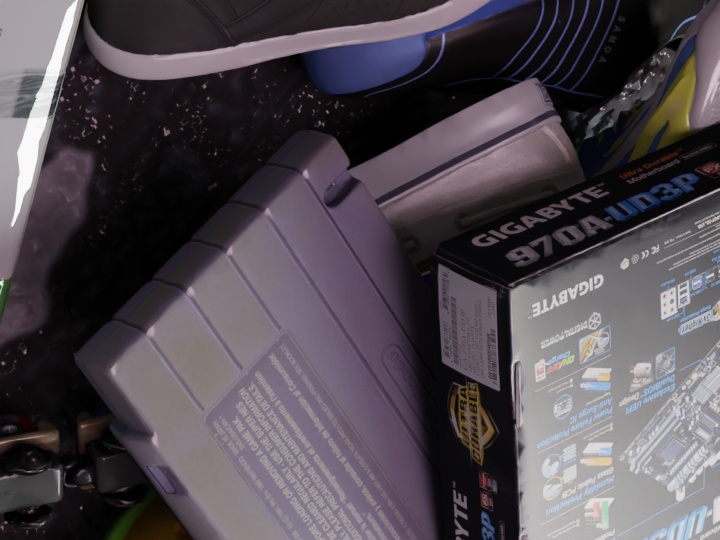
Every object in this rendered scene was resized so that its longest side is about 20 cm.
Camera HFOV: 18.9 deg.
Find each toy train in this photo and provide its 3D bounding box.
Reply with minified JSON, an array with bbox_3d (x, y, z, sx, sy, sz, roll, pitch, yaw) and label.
[{"bbox_3d":[-0.140,0.077,0.830,0.198,0.046,0.034,-10,119,-24],"label":"toy train"}]

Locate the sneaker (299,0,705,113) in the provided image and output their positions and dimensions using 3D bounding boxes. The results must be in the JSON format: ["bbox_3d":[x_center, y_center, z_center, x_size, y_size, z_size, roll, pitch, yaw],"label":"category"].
[{"bbox_3d":[0.066,-0.097,0.902,0.199,0.070,0.079,-22,120,-23],"label":"sneaker"}]

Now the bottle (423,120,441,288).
[{"bbox_3d":[0.050,0.037,0.931,0.083,0.065,0.202,-22,113,-63],"label":"bottle"}]

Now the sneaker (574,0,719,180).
[{"bbox_3d":[0.115,-0.042,0.918,0.075,0.105,0.201,-14,130,-37],"label":"sneaker"}]

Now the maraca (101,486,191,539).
[{"bbox_3d":[-0.060,0.150,0.871,0.199,0.107,0.138,-25,80,-39],"label":"maraca"}]

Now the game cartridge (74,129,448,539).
[{"bbox_3d":[-0.011,0.065,0.810,0.130,0.038,0.201,-43,120,-19],"label":"game cartridge"}]

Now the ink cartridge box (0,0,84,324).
[{"bbox_3d":[-0.180,-0.069,0.724,0.145,0.083,0.202,5,115,-33],"label":"ink cartridge box"}]

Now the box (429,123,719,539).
[{"bbox_3d":[0.118,0.036,0.837,0.199,0.046,0.160,-24,123,-32],"label":"box"}]

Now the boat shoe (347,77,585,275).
[{"bbox_3d":[0.000,0.000,0.861,0.199,0.071,0.070,-29,87,-5],"label":"boat shoe"}]

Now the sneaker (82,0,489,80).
[{"bbox_3d":[-0.008,-0.139,0.803,0.198,0.071,0.100,-18,145,-18],"label":"sneaker"}]
